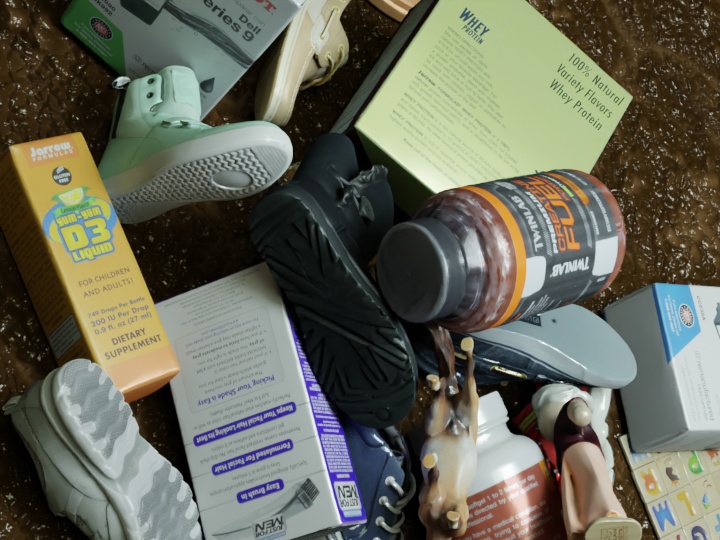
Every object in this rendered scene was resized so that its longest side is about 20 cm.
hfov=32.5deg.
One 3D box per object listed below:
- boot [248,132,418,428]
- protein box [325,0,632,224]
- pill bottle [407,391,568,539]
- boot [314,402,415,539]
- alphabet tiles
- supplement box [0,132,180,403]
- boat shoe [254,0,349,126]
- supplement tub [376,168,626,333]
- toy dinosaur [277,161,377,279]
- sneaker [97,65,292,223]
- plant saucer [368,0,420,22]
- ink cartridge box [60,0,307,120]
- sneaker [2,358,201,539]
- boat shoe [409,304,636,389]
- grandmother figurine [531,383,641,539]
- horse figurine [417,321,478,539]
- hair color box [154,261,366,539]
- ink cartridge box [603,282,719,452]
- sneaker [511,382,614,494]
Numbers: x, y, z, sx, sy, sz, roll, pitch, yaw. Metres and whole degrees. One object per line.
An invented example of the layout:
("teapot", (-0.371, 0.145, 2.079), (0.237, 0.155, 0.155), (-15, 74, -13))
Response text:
("boot", (0.000, 0.000, 0.960), (0.202, 0.076, 0.168), (60, 24, -10))
("protein box", (0.095, -0.123, 1.100), (0.198, 0.135, 0.201), (38, 69, -12))
("pill bottle", (0.115, 0.208, 1.013), (0.111, 0.112, 0.203), (-18, 81, -36))
("boot", (0.010, 0.189, 0.955), (0.202, 0.090, 0.073), (61, 19, 4))
("alphabet tiles", (0.334, 0.206, 1.221), (0.165, 0.006, 0.203), (-13, 77, -36))
("supplement box", (-0.209, 0.002, 0.923), (0.066, 0.069, 0.202), (-19, 79, -38))
("boat shoe", (-0.041, -0.206, 1.115), (0.068, 0.074, 0.202), (24, 58, -15))
("supplement tub", (0.104, -0.014, 0.924), (0.198, 0.107, 0.108), (-14, 77, -43))
("toy dinosaur", (-0.035, 0.006, 1.049), (0.104, 0.061, 0.203), (0, 59, -15))
("sneaker", (-0.129, -0.113, 0.937), (0.073, 0.198, 0.120), (28, 60, -45))
("plant saucer", (0.057, -0.341, 1.260), (0.197, 0.037, 0.203), (14, 63, -28))
("ink cartridge box", (-0.130, -0.226, 0.983), (0.146, 0.200, 0.085), (40, 50, -12))
("sneaker", (-0.180, 0.157, 0.878), (0.202, 0.081, 0.075), (66, 30, -14))
("boat shoe", (0.140, 0.071, 1.093), (0.198, 0.091, 0.072), (21, 46, -15))
("grandmother figurine", (0.176, 0.156, 0.991), (0.059, 0.123, 0.201), (-2, 28, -4))
("horse figurine", (0.063, 0.134, 0.927), (0.049, 0.133, 0.203), (2, 61, 6))
("hair color box", (-0.077, 0.107, 0.930), (0.065, 0.108, 0.203), (25, 48, -67))
("ink cartridge box", (0.351, 0.097, 1.223), (0.197, 0.086, 0.149), (2, 68, -30))
("sneaker", (0.174, 0.155, 1.108), (0.084, 0.077, 0.202), (17, 51, -14))
